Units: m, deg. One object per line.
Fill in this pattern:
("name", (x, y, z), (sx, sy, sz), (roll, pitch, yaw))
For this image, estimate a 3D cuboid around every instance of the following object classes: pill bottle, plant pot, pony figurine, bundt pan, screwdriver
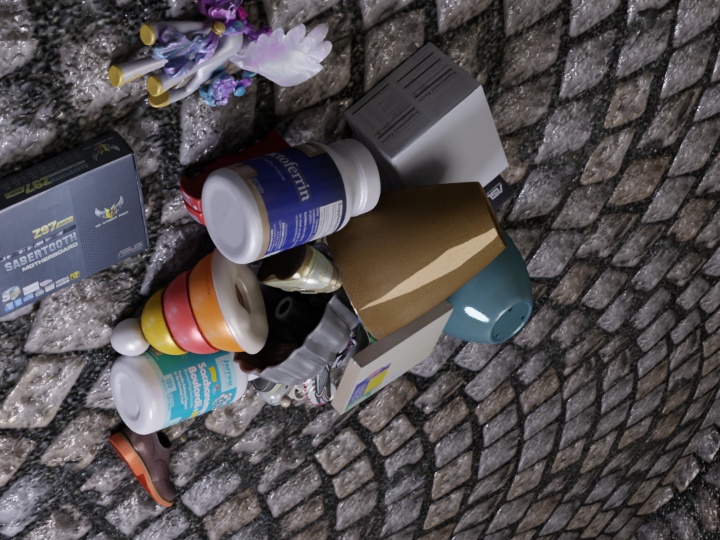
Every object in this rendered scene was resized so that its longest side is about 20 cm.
("pill bottle", (-0.080, -0.089, 1.499), (0.200, 0.116, 0.116), (-21, 142, -34))
("plant pot", (0.079, -0.035, 1.612), (0.199, 0.187, 0.186), (-24, 150, 11))
("pill bottle", (-0.230, 0.142, 1.699), (0.200, 0.111, 0.111), (-18, 141, -35))
("pony figurine", (-0.146, -0.247, 1.329), (0.200, 0.167, 0.193), (-24, 176, -34))
("bundt pan", (-0.076, 0.066, 1.657), (0.076, 0.202, 0.202), (36, 99, -32))
("screwdriver", (-0.128, -0.039, 1.672), (0.199, 0.029, 0.028), (-2, 130, -40))
("plant pot", (0.204, 0.042, 2.052), (0.200, 0.135, 0.200), (-29, 145, -22))

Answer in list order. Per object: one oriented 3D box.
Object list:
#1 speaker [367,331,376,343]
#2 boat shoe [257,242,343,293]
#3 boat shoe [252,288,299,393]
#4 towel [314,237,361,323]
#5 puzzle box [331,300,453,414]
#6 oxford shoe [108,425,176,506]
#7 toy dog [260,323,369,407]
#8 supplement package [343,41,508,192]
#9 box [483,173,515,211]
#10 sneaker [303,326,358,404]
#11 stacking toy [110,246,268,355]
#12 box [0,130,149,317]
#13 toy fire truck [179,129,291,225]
("speaker", (0.043, 0.049, 1.920), (0.088, 0.088, 0.200), (-34, 148, -15))
("boat shoe", (-0.079, -0.004, 1.592), (0.063, 0.201, 0.073), (28, 82, -18))
("boat shoe", (-0.129, 0.088, 1.795), (0.066, 0.072, 0.201), (0, 122, -37))
("towel", (0.000, 0.000, 1.792), (0.024, 0.146, 0.200), (-74, 175, -46))
("puzzle box", (0.048, 0.129, 1.884), (0.200, 0.025, 0.133), (-30, 157, -34))
("oxford shoe", (-0.298, 0.282, 1.829), (0.072, 0.071, 0.200), (-40, 148, -16))
("toy dog", (-0.050, 0.150, 1.926), (0.200, 0.096, 0.132), (-50, 147, 10))
("supplement package", (0.094, -0.176, 1.692), (0.156, 0.111, 0.200), (-40, 149, -5))
("box", (0.139, -0.066, 1.849), (0.160, 0.044, 0.200), (-41, 179, -7))
("sneaker", (-0.041, 0.105, 1.801), (0.074, 0.081, 0.201), (9, 114, 0))
("stacking toy", (-0.230, 0.059, 1.604), (0.199, 0.147, 0.146), (-17, 150, 12))
("box", (-0.341, -0.051, 1.403), (0.200, 0.051, 0.158), (-28, 144, -24))
("toy fire truck", (-0.129, -0.102, 1.585), (0.200, 0.049, 0.141), (-32, 146, -20))
